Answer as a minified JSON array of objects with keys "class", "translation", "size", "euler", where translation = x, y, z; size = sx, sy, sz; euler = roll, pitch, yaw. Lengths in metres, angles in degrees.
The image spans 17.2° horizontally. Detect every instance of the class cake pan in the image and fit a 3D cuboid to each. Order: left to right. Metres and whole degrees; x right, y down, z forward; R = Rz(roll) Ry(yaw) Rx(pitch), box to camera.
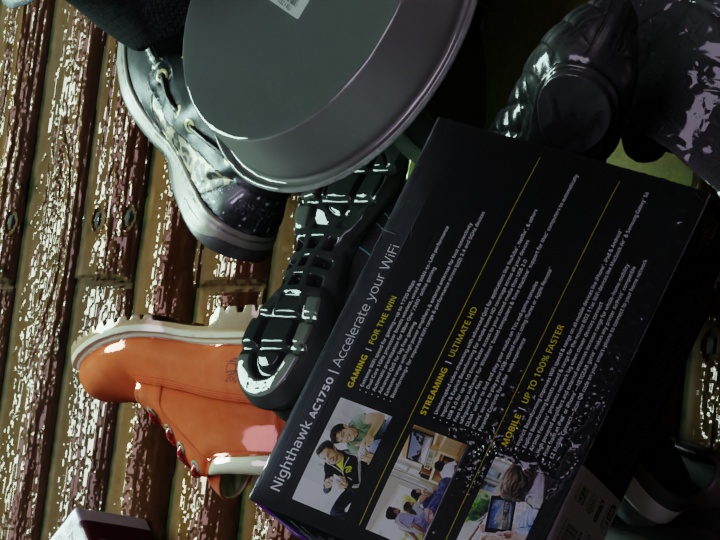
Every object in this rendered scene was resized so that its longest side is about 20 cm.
[{"class":"cake pan","translation":[-0.021,-0.139,1.213],"size":[0.199,0.037,0.202],"euler":[-24,54,38]}]

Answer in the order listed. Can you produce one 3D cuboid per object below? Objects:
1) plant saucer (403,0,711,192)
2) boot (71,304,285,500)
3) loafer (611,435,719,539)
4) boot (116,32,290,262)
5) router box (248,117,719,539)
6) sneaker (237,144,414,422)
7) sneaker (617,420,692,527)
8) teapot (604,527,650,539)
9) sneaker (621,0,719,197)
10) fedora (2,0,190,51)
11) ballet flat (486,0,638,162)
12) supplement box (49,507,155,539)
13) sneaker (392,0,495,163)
[{"class":"plant saucer","translation":[0.114,-0.073,1.224],"size":[0.199,0.048,0.202],"euler":[5,82,46]},{"class":"boot","translation":[-0.099,0.079,1.383],"size":[0.199,0.075,0.108],"euler":[-4,81,43]},{"class":"loafer","translation":[0.114,0.095,1.156],"size":[0.199,0.063,0.072],"euler":[9,65,41]},{"class":"boot","translation":[-0.067,-0.124,1.380],"size":[0.154,0.073,0.204],"euler":[-57,40,31]},{"class":"router box","translation":[0.059,0.043,1.043],"size":[0.148,0.051,0.201],"euler":[19,75,35]},{"class":"sneaker","translation":[0.000,0.000,1.308],"size":[0.075,0.079,0.201],"euler":[2,61,51]},{"class":"sneaker","translation":[0.059,0.077,1.114],"size":[0.121,0.083,0.200],"euler":[-50,50,14]},{"class":"teapot","translation":[0.099,0.197,1.051],"size":[0.196,0.146,0.201],"euler":[24,76,7]},{"class":"sneaker","translation":[0.142,-0.100,1.127],"size":[0.199,0.060,0.105],"euler":[32,99,42]},{"class":"fedora","translation":[-0.107,-0.194,1.340],"size":[0.200,0.092,0.201],"euler":[-36,21,17]},{"class":"ballet flat","translation":[0.090,-0.058,1.138],"size":[0.057,0.066,0.200],"euler":[-58,1,-32]},{"class":"supplement box","translation":[-0.142,0.252,1.385],"size":[0.109,0.061,0.201],"euler":[-49,51,24]},{"class":"sneaker","translation":[0.047,-0.156,1.225],"size":[0.106,0.074,0.202],"euler":[-32,57,39]}]
